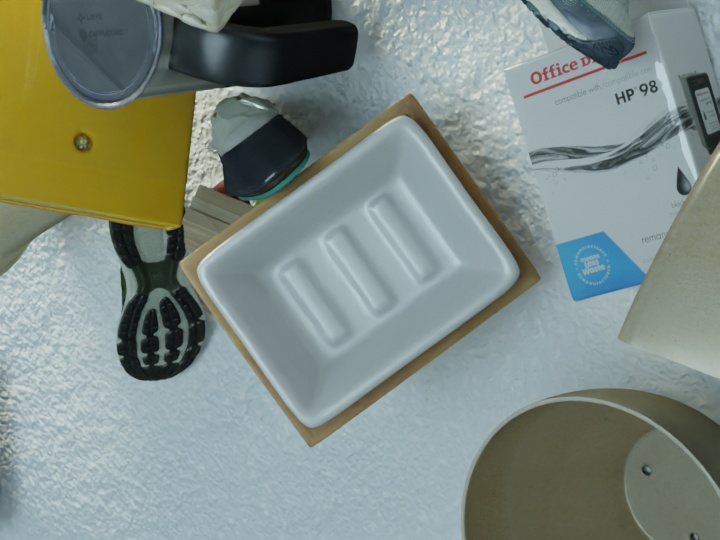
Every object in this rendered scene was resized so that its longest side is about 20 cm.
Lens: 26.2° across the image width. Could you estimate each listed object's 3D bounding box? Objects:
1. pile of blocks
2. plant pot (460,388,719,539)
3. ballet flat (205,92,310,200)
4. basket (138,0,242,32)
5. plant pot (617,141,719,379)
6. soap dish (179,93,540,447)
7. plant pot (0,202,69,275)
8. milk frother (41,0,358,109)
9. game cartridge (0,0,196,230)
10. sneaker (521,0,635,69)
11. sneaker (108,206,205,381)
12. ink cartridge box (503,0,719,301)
[{"bbox_3d":[-0.044,-0.031,1.191,0.199,0.082,0.062,12,65,26],"label":"pile of blocks"},{"bbox_3d":[0.184,0.163,1.001,0.200,0.134,0.201,10,107,37],"label":"plant pot"},{"bbox_3d":[-0.081,-0.094,1.120,0.073,0.200,0.074,-1,98,-6],"label":"ballet flat"},{"bbox_3d":[-0.102,-0.270,0.981,0.135,0.200,0.124,26,155,10],"label":"basket"},{"bbox_3d":[0.290,-0.018,0.848,0.199,0.199,0.178,22,103,32],"label":"plant pot"},{"bbox_3d":[0.000,0.000,1.079,0.200,0.081,0.158,-36,91,2],"label":"soap dish"},{"bbox_3d":[-0.295,-0.097,1.262,0.183,0.200,0.202,-14,92,43],"label":"plant pot"},{"bbox_3d":[-0.101,-0.224,1.094,0.180,0.188,0.201,2,102,37],"label":"milk frother"},{"bbox_3d":[-0.209,-0.142,1.177,0.032,0.176,0.201,-11,72,60],"label":"game cartridge"},{"bbox_3d":[0.134,-0.209,0.944,0.086,0.077,0.201,-39,43,27],"label":"sneaker"},{"bbox_3d":[-0.171,-0.001,1.295,0.089,0.076,0.201,-109,19,-58],"label":"sneaker"},{"bbox_3d":[0.168,-0.093,0.994,0.115,0.067,0.201,-17,90,39],"label":"ink cartridge box"}]
